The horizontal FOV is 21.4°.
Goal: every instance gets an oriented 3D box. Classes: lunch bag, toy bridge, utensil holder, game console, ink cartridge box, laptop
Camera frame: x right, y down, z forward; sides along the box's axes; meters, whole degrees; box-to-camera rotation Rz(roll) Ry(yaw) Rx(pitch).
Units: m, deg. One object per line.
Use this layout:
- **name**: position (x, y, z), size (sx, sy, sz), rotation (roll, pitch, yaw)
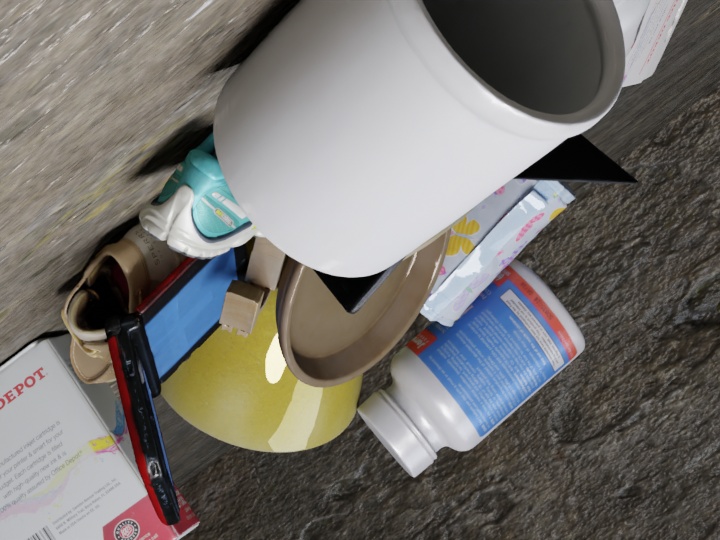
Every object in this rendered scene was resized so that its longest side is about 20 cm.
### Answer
- **lunch bag**: position (0.094, -0.055, 1.688), size (0.170, 0.127, 0.200), rotation (-47, -162, 11)
- **toy bridge**: position (-0.070, -0.015, 1.448), size (0.201, 0.027, 0.068), rotation (-71, 178, -52)
- **utensil holder**: position (0.030, -0.109, 1.123), size (0.169, 0.171, 0.200), rotation (-28, 172, -47)
- **game console**: position (-0.120, 0.080, 1.416), size (0.117, 0.174, 0.200), rotation (-15, 163, -6)
- **ink cartridge box**: position (0.205, -0.212, 1.522), size (0.200, 0.067, 0.117), rotation (-19, 136, -64)
- **laptop**: position (0.060, -0.055, 1.373), size (0.200, 0.116, 0.187), rotation (-48, -148, 5)
- **ink cartridge box**: position (-0.253, 0.174, 1.598), size (0.145, 0.201, 0.083), rotation (-35, 176, 10)

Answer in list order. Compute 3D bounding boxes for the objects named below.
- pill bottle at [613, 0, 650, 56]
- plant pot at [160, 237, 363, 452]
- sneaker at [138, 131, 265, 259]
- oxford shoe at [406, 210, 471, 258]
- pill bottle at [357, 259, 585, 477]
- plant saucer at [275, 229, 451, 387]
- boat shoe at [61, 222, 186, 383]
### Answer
- **pill bottle**: position (0.147, -0.198, 1.313), size (0.110, 0.111, 0.200), rotation (-34, 174, 0)
- **plant pot**: position (-0.078, 0.040, 1.697), size (0.199, 0.200, 0.143), rotation (-28, 147, -45)
- **sneaker**: position (-0.076, -0.067, 1.311), size (0.080, 0.077, 0.200), rotation (-60, 171, 25)
- **oxford shoe**: position (0.046, -0.043, 1.459), size (0.200, 0.071, 0.074), rotation (-37, 154, -31)
- **pill bottle**: position (0.097, 0.092, 1.729), size (0.200, 0.112, 0.112), rotation (-40, 174, -6)
- **plant saucer**: position (0.000, 0.000, 1.525), size (0.199, 0.029, 0.201), rotation (-35, 141, -33)
- **boat shoe**: position (-0.193, 0.028, 1.443), size (0.069, 0.074, 0.200), rotation (-26, 160, -38)
